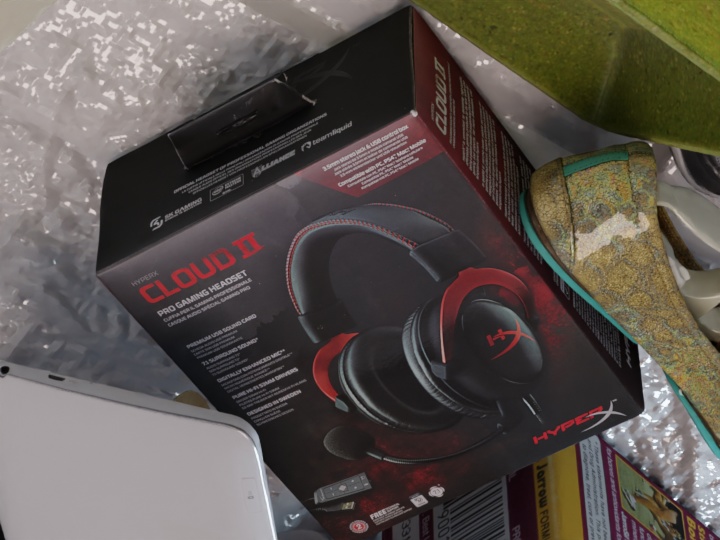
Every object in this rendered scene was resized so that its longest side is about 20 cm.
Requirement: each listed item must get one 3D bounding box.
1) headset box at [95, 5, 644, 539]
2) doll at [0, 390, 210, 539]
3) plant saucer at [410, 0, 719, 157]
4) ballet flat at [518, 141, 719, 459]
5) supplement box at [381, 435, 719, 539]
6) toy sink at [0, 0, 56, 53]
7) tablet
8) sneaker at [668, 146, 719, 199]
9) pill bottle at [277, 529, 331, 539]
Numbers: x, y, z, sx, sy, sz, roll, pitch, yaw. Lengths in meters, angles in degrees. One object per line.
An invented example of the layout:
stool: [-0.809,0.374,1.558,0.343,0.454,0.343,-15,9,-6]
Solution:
headset box: [0.000,0.000,1.096,0.149,0.075,0.200,-26,125,19]
doll: [-0.141,0.086,1.147,0.200,0.048,0.136,-10,131,37]
plant saucer: [0.068,-0.109,0.968,0.200,0.200,0.048,32,85,-24]
ballet flat: [0.136,0.015,1.104,0.071,0.071,0.200,-27,134,18]
supplement box: [0.109,0.171,1.203,0.103,0.131,0.200,-35,121,25]
toy sink: [-0.109,-0.192,0.918,0.130,0.112,0.200,34,125,-25]
tablet: [-0.088,0.119,1.099,0.130,0.014,0.200,12,135,22]
sneaker: [0.169,-0.087,1.004,0.075,0.114,0.200,7,127,-17]
pill bottle: [0.013,0.213,1.245,0.112,0.112,0.200,-34,122,23]
